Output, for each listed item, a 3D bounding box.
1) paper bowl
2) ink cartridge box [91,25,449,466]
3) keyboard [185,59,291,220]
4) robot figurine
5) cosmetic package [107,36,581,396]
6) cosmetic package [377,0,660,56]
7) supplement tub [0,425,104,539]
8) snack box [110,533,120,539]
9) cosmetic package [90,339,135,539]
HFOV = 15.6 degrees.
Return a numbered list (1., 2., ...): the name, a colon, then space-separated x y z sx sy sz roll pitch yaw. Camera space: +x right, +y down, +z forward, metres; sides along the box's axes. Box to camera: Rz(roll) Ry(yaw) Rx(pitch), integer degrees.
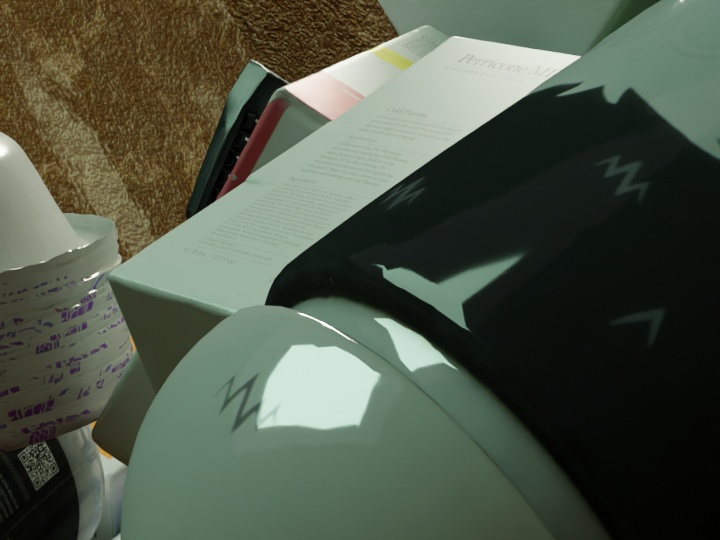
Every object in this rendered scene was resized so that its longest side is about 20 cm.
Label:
1. paper bowl: -0.184 0.008 0.938 0.199 0.105 0.201 -6 9 1
2. ink cartridge box: 0.000 0.000 0.961 0.146 0.083 0.200 -62 -8 19
3. keyboard: 0.010 -0.031 1.102 0.039 0.105 0.200 13 -9 36
4. robot figurine: 0.053 0.029 0.468 0.200 0.125 0.150 -36 -12 -23
5. cosmetic package: 0.049 0.000 0.732 0.151 0.052 0.199 -38 33 -29
6. cosmetic package: 0.140 -0.154 1.092 0.199 0.123 0.200 -19 -24 -32
7. supplement tub: -0.200 0.114 1.042 0.122 0.123 0.200 -30 8 38
8. snack box: -0.064 0.099 1.123 0.200 0.024 0.072 -37 4 -34
9. cosmetic package: -0.152 0.048 1.212 0.101 0.199 0.072 -38 -36 -37
